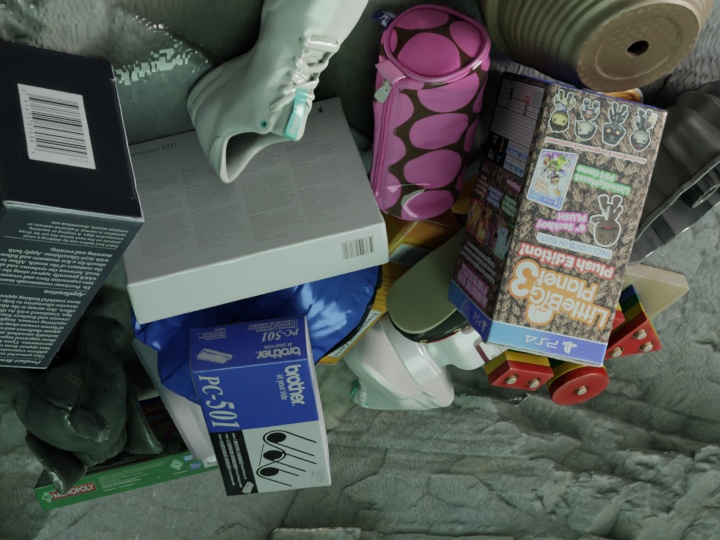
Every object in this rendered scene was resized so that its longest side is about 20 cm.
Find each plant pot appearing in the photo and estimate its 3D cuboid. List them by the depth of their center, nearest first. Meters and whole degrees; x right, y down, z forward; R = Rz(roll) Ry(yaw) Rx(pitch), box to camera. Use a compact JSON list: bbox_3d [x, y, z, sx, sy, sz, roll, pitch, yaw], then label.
[{"bbox_3d":[0.195,-0.201,1.082,0.199,0.093,0.201,-14,149,-8],"label":"plant pot"}]

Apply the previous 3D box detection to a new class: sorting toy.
[{"bbox_3d":[0.235,0.073,1.561,0.198,0.070,0.200,11,139,-39],"label":"sorting toy"}]

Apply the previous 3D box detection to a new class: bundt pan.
[{"bbox_3d":[0.282,-0.093,1.267,0.201,0.076,0.202,-36,166,-10],"label":"bundt pan"}]

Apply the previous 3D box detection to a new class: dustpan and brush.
[{"bbox_3d":[-0.102,0.087,1.358,0.199,0.140,0.057,-26,166,-20],"label":"dustpan and brush"}]

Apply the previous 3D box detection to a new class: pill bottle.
[{"bbox_3d":[0.118,0.020,1.347,0.199,0.113,0.113,-32,148,4],"label":"pill bottle"}]

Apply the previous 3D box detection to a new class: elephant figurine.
[{"bbox_3d":[-0.251,0.138,1.337,0.140,0.156,0.201,5,141,15],"label":"elephant figurine"}]

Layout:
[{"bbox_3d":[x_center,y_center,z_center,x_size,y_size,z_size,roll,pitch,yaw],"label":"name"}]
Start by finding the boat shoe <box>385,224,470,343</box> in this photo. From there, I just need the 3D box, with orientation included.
[{"bbox_3d":[0.113,-0.006,1.262,0.200,0.074,0.063,-33,163,-1],"label":"boat shoe"}]

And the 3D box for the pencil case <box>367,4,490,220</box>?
[{"bbox_3d":[0.046,-0.119,1.145,0.094,0.090,0.201,-44,157,-26],"label":"pencil case"}]

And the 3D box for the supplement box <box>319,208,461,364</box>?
[{"bbox_3d":[0.000,0.000,1.310,0.068,0.067,0.200,14,131,-44],"label":"supplement box"}]

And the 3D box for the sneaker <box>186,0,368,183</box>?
[{"bbox_3d":[-0.052,-0.142,1.057,0.075,0.089,0.200,12,138,-37],"label":"sneaker"}]

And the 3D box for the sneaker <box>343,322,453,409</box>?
[{"bbox_3d":[0.020,0.115,1.513,0.088,0.076,0.200,-18,153,24],"label":"sneaker"}]

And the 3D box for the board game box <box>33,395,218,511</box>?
[{"bbox_3d":[-0.211,0.168,1.414,0.198,0.135,0.029,-15,113,12],"label":"board game box"}]

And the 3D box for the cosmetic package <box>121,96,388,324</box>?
[{"bbox_3d":[-0.092,-0.050,1.118,0.198,0.152,0.052,-13,140,-5],"label":"cosmetic package"}]

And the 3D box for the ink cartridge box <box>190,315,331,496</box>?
[{"bbox_3d":[-0.079,0.116,1.175,0.093,0.045,0.201,-7,142,0],"label":"ink cartridge box"}]

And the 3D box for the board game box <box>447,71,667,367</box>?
[{"bbox_3d":[0.150,-0.046,1.138,0.096,0.159,0.202,12,100,-9],"label":"board game box"}]

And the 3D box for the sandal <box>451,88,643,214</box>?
[{"bbox_3d":[0.169,-0.091,1.276,0.206,0.060,0.079,-33,146,23],"label":"sandal"}]

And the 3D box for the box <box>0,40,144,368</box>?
[{"bbox_3d":[-0.255,-0.043,1.054,0.106,0.149,0.200,7,142,-34],"label":"box"}]

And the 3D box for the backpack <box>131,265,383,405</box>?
[{"bbox_3d":[-0.086,0.011,1.213,0.167,0.163,0.200,31,129,-32],"label":"backpack"}]
